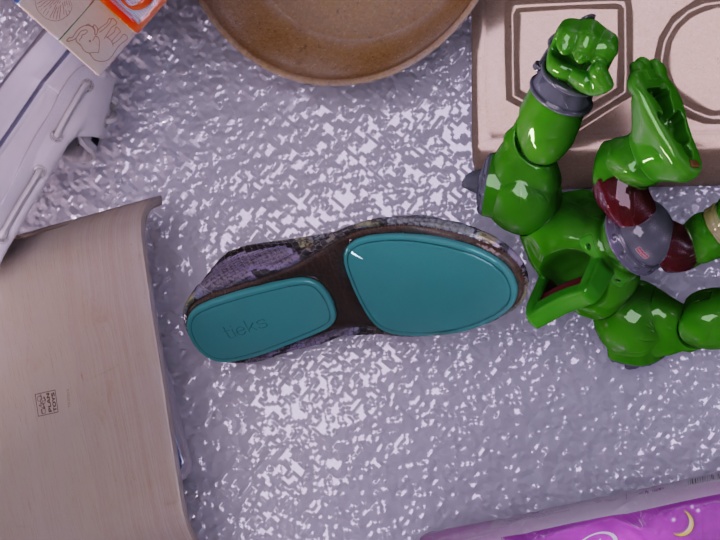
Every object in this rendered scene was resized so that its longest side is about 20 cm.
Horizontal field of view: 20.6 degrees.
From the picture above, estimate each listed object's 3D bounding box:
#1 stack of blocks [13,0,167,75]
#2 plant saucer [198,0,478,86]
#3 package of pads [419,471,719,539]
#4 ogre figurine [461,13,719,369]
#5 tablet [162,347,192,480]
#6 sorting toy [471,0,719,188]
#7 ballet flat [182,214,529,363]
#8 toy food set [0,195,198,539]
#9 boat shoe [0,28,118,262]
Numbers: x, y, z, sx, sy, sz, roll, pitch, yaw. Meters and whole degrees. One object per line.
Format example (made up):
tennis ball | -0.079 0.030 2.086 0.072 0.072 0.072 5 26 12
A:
stack of blocks | -0.144 -0.188 1.030 0.115 0.200 0.059 -48 121 2
plant saucer | -0.006 -0.200 1.065 0.198 0.035 0.203 1 93 24
package of pads | 0.131 0.175 1.004 0.198 0.076 0.122 -13 84 9
ogre figurine | 0.135 -0.025 0.995 0.119 0.199 0.099 -32 38 34
tablet | -0.201 0.080 1.106 0.198 0.014 0.131 -17 82 8
sorting toy | 0.151 -0.145 1.053 0.183 0.036 0.202 -1 89 11
ballet flat | 0.000 0.000 1.035 0.199 0.072 0.073 -11 83 27
toy food set | -0.156 0.072 1.070 0.142 0.060 0.202 -13 80 20
boat shoe | -0.167 -0.085 1.078 0.065 0.073 0.201 38 73 -13
